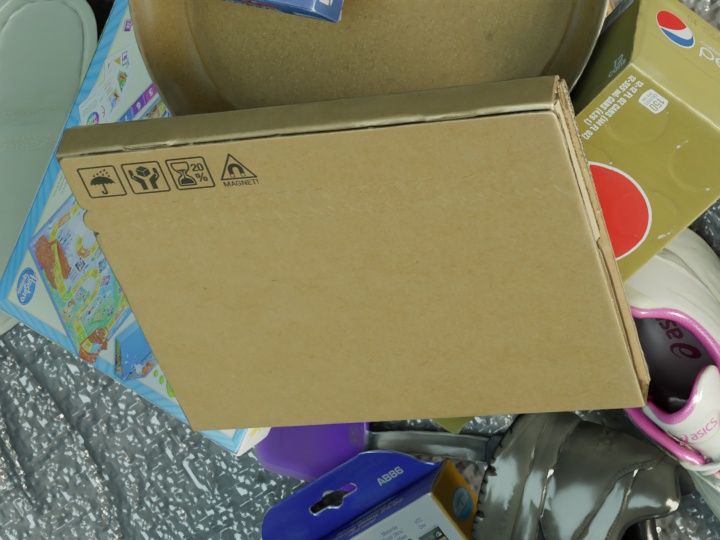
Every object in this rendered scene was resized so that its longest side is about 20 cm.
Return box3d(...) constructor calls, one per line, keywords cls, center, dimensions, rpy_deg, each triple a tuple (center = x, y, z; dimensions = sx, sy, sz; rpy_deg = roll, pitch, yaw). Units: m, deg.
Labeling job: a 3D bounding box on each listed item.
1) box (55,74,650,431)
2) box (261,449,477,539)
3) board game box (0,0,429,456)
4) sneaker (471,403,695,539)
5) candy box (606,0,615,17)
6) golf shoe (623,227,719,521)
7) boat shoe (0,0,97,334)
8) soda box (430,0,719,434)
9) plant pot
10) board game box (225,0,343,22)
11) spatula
box3d(cls="box", center=(0.000, 0.000, 0.937), dimensions=(0.200, 0.021, 0.164), rpy_deg=(-5, 134, 19))
box3d(cls="box", center=(0.036, 0.179, 1.093), dimensions=(0.119, 0.041, 0.200), rpy_deg=(-34, 101, 25))
box3d(cls="board game box", center=(-0.063, -0.039, 1.022), dimensions=(0.134, 0.034, 0.200), rpy_deg=(31, 112, 13))
box3d(cls="sneaker", center=(0.087, 0.155, 1.002), dimensions=(0.091, 0.076, 0.200), rpy_deg=(17, 116, 19))
box3d(cls="candy box", center=(0.010, -0.091, 1.031), dimensions=(0.200, 0.055, 0.116), rpy_deg=(-15, 99, 23))
box3d(cls="golf shoe", center=(0.157, 0.074, 1.005), dimensions=(0.075, 0.092, 0.200), rpy_deg=(-40, 90, 24))
box3d(cls="boat shoe", center=(-0.169, -0.058, 1.104), dimensions=(0.060, 0.072, 0.202), rpy_deg=(56, 138, 43))
box3d(cls="soda box", center=(0.075, -0.021, 0.970), dimensions=(0.068, 0.064, 0.200), rpy_deg=(34, 128, -14))
box3d(cls="plant pot", center=(0.005, -0.123, 0.945), dimensions=(0.200, 0.027, 0.200), rpy_deg=(0, 89, 17))
box3d(cls="board game box", center=(-0.053, -0.208, 0.933), dimensions=(0.135, 0.034, 0.200), rpy_deg=(14, 91, 17))
box3d(cls="spatula", center=(0.042, 0.081, 1.086), dimensions=(0.200, 0.021, 0.057), rpy_deg=(8, 107, 18))
